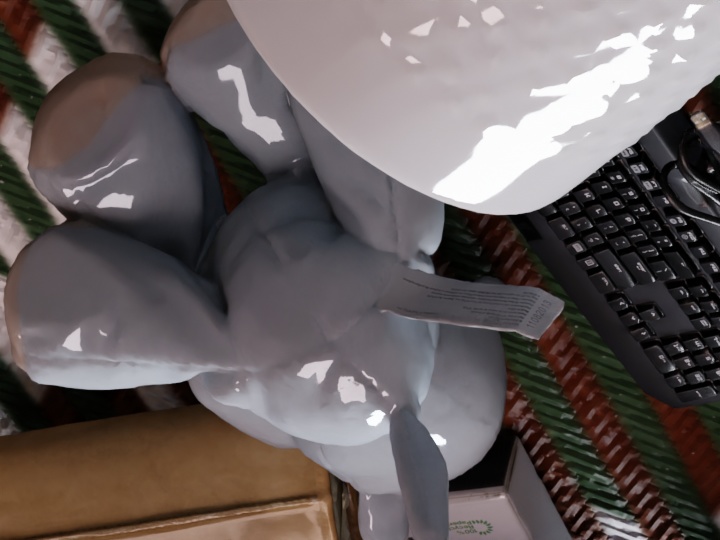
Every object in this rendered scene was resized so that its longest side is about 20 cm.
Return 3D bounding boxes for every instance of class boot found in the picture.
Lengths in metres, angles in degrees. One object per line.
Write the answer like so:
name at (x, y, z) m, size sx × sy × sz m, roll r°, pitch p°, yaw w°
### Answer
boot at (-0.106, 0.062, 1.090) m, size 0.199 × 0.066 × 0.176 m, roll -6°, pitch 111°, yaw 13°

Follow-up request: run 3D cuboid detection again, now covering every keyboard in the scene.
keyboard at (0.093, -0.018, 0.979) m, size 0.104 × 0.040 × 0.200 m, roll -17°, pitch 131°, yaw 31°

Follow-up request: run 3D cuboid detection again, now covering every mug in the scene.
mug at (0.083, -0.119, 0.812) m, size 0.200 × 0.148 × 0.175 m, roll 10°, pitch 141°, yaw -44°

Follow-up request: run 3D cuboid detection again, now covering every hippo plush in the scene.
hippo plush at (0.000, 0.000, 0.973) m, size 0.200 × 0.160 × 0.161 m, roll 22°, pitch 174°, yaw 26°

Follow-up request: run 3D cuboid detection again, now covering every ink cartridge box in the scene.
ink cartridge box at (0.050, 0.144, 1.170) m, size 0.094 × 0.037 × 0.200 m, roll -7°, pitch 132°, yaw 24°
